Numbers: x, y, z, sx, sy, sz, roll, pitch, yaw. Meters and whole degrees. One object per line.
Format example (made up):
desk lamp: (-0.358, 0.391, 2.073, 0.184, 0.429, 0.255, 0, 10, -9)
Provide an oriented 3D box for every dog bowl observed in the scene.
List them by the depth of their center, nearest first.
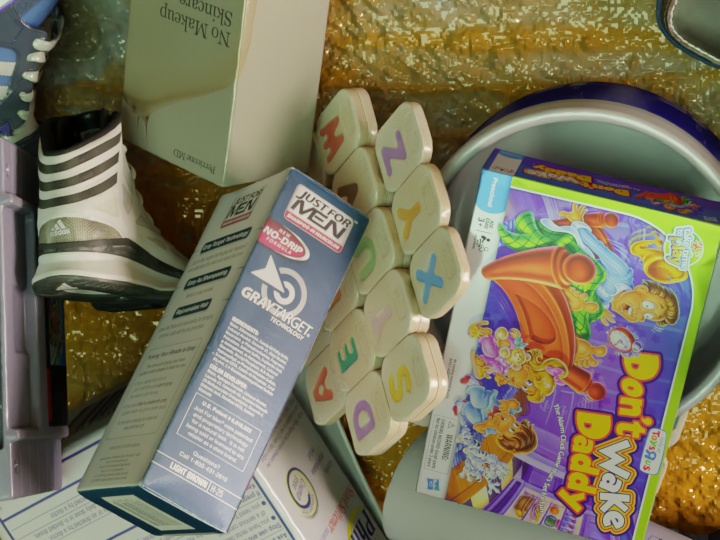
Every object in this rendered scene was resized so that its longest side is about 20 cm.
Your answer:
dog bowl: (0.133, -0.007, 1.063, 0.200, 0.079, 0.201, 4, 109, 12)

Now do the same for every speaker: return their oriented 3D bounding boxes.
speaker: (0.114, 0.166, 1.095, 0.200, 0.081, 0.081, 22, 115, 27)

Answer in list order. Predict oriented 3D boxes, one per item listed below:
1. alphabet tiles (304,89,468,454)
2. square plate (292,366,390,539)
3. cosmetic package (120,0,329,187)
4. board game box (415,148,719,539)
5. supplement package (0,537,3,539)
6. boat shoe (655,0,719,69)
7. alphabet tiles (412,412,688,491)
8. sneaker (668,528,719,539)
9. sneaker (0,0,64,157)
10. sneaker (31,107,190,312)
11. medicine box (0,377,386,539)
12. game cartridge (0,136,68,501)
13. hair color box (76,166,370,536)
alphabet tiles: (0.000, 0.000, 1.063, 0.196, 0.015, 0.200, -47, 52, 52)
square plate: (-0.075, 0.173, 1.222, 0.198, 0.028, 0.200, -21, 103, 19)
cosmetic package: (-0.076, -0.161, 1.058, 0.103, 0.073, 0.200, 25, 116, 39)
board game box: (0.117, 0.045, 1.017, 0.134, 0.045, 0.200, 14, 111, 9)
supplement package: (-0.259, 0.204, 1.185, 0.109, 0.200, 0.114, -28, 101, 21)
boat shoe: (0.262, -0.128, 1.004, 0.200, 0.072, 0.072, 12, 112, 9)
alphabet tiles: (0.110, 0.067, 1.145, 0.195, 0.015, 0.200, 19, 112, 7)
sneaker: (0.171, 0.197, 1.145, 0.200, 0.074, 0.082, -28, 99, 20)
sneaker: (-0.211, -0.106, 1.136, 0.200, 0.081, 0.146, -36, 108, 17)
sneaker: (-0.139, -0.036, 1.094, 0.075, 0.200, 0.116, -4, 83, 12)
medicine box: (-0.107, 0.167, 1.156, 0.182, 0.103, 0.200, -28, 101, 21)
game cartridge: (-0.198, 0.030, 1.047, 0.038, 0.130, 0.200, -3, 86, 7)
hair color box: (-0.076, 0.047, 1.018, 0.060, 0.200, 0.100, 32, 158, -21)
